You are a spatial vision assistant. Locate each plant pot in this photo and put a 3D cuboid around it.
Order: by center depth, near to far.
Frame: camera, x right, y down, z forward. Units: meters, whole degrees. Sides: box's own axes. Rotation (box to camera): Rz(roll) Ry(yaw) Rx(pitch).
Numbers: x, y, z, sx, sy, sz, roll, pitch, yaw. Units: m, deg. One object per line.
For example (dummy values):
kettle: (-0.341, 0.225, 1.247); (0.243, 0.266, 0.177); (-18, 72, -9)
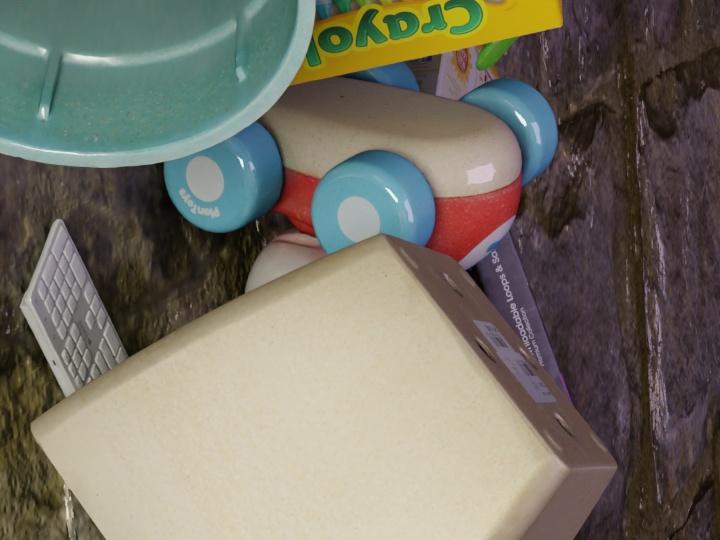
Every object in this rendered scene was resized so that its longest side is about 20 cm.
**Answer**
plant pot: (-0.107, -0.181, 0.817); (0.201, 0.199, 0.197); (66, 23, -46)
plant pot: (0.003, 0.093, 0.945); (0.200, 0.177, 0.200); (51, 10, 15)

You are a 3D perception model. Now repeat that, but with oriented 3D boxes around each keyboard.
keyboard: (-0.121, 0.066, 0.996); (0.056, 0.011, 0.201); (-71, 151, -43)

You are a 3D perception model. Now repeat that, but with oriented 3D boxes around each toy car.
toy car: (0.000, 0.000, 1.126); (0.184, 0.176, 0.201); (-33, 133, -54)

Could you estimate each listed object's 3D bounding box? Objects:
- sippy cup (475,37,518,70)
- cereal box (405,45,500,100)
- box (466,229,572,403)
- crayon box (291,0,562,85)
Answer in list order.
sippy cup: (0.011, -0.194, 1.156); (0.130, 0.177, 0.141); (-45, 143, -75)
cereal box: (0.059, -0.079, 1.438); (0.144, 0.039, 0.201); (57, 38, -54)
box: (0.062, 0.018, 1.262); (0.201, 0.036, 0.143); (69, -21, -4)
crayon box: (-0.011, -0.187, 1.029); (0.058, 0.199, 0.173); (-89, 164, -52)
